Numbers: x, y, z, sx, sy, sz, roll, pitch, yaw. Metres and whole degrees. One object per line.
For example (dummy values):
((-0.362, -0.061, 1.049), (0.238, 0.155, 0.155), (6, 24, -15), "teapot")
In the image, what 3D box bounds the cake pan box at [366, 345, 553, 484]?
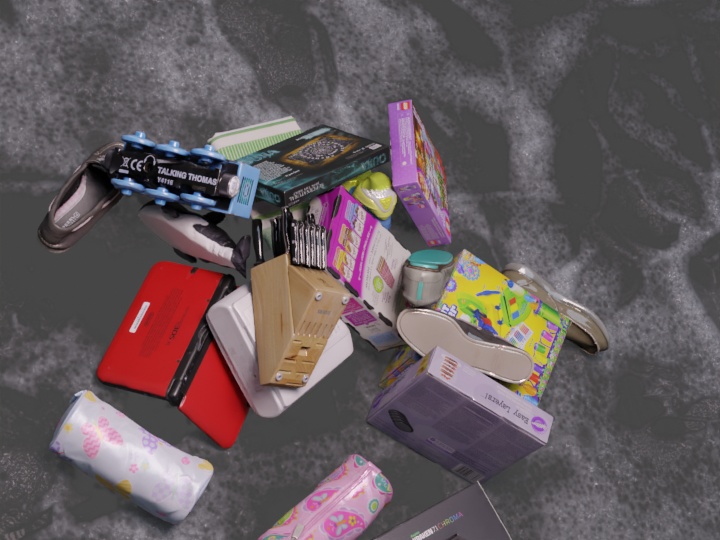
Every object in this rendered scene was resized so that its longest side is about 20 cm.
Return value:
((0.134, 0.202, 1.722), (0.200, 0.184, 0.052), (31, 55, -8), "cake pan box")

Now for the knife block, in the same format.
((-0.101, 0.025, 1.633), (0.064, 0.200, 0.175), (11, 21, -45), "knife block")

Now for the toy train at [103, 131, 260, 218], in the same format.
((-0.233, -0.121, 1.667), (0.199, 0.114, 0.087), (12, 87, 23), "toy train")

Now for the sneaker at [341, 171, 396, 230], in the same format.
((-0.012, -0.112, 1.875), (0.075, 0.105, 0.200), (-12, 33, -19), "sneaker")

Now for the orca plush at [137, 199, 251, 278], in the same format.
((-0.206, -0.062, 1.707), (0.071, 0.200, 0.105), (-48, 128, -25), "orca plush")

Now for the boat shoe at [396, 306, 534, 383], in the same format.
((0.135, 0.100, 1.716), (0.199, 0.057, 0.067), (22, 93, -10), "boat shoe")

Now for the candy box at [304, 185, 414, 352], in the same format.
((0.000, 0.000, 1.751), (0.200, 0.061, 0.137), (43, 45, -34), "candy box")

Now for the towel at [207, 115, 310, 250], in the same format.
((-0.111, -0.125, 1.807), (0.152, 0.023, 0.200), (-17, 66, -34), "towel")

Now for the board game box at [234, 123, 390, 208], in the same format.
((-0.075, -0.146, 1.759), (0.135, 0.028, 0.200), (23, 37, 40), "board game box")

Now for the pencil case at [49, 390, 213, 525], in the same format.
((-0.277, 0.227, 1.564), (0.200, 0.083, 0.091), (32, 61, -8), "pencil case")

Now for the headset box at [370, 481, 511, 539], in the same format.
((0.068, 0.358, 1.598), (0.174, 0.200, 0.093), (-22, 75, -34), "headset box")

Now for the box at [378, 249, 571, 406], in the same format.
((0.164, 0.116, 1.820), (0.192, 0.122, 0.200), (34, 55, -7), "box")

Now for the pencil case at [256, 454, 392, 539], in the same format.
((-0.047, 0.321, 1.630), (0.200, 0.087, 0.088), (-36, 84, -36), "pencil case")

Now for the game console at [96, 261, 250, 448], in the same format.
((-0.223, 0.109, 1.694), (0.172, 0.119, 0.200), (12, 54, 15), "game console")

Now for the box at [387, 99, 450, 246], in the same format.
((0.088, -0.139, 1.884), (0.039, 0.200, 0.137), (-10, 63, 15), "box")

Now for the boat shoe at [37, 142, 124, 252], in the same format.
((-0.356, -0.106, 1.705), (0.067, 0.057, 0.200), (35, 55, -6), "boat shoe")

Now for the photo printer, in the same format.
((-0.097, 0.078, 1.705), (0.200, 0.069, 0.167), (-37, 103, -49), "photo printer")

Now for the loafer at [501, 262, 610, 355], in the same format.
((0.286, 0.071, 1.944), (0.200, 0.075, 0.070), (35, 66, -1), "loafer")

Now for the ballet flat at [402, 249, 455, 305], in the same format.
((0.087, 0.012, 1.741), (0.067, 0.200, 0.064), (7, 98, 9), "ballet flat")
